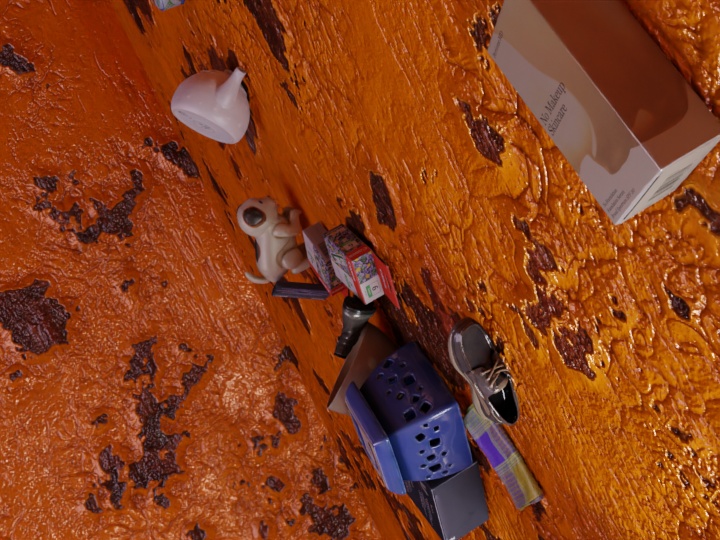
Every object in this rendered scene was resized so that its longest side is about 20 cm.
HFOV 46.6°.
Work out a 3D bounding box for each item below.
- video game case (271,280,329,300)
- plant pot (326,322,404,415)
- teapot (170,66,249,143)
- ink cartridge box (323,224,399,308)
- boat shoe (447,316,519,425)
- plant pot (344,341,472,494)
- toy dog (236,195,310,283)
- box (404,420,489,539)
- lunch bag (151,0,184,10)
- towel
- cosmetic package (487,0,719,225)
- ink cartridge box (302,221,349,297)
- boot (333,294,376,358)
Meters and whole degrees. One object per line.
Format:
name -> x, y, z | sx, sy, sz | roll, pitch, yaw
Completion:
video game case -> -0.146, 0.051, 2.087 | 0.200, 0.141, 0.019 | 136, 138, -77
plant pot -> 0.030, 0.228, 1.770 | 0.133, 0.202, 0.200 | 26, 164, -2
teapot -> -0.334, -0.396, 1.937 | 0.198, 0.148, 0.197 | 19, 170, 20
ink cartridge box -> 0.000, 0.000, 1.641 | 0.200, 0.050, 0.110 | 44, 157, 52
boat shoe -> 0.196, 0.154, 1.263 | 0.073, 0.074, 0.201 | 22, 148, 52
plant pot -> 0.086, 0.295, 1.616 | 0.200, 0.178, 0.202 | 52, 164, 49
toy dog -> -0.221, -0.087, 2.015 | 0.201, 0.192, 0.140 | 61, 179, -23
box -> 0.159, 0.425, 1.751 | 0.200, 0.116, 0.198 | 47, 158, 48
lunch bag -> -0.490, -0.725, 2.014 | 0.200, 0.075, 0.162 | 47, 156, 48
towel -> 0.246, 0.324, 1.466 | 0.201, 0.023, 0.144 | 58, 166, 15
cosmetic package -> 0.196, -0.152, 0.696 | 0.201, 0.070, 0.105 | 57, 165, 18
ink cartridge box -> -0.077, -0.006, 1.921 | 0.109, 0.050, 0.201 | 52, 162, 32
boot -> -0.018, 0.124, 1.721 | 0.067, 0.132, 0.200 | 22, -178, 5
